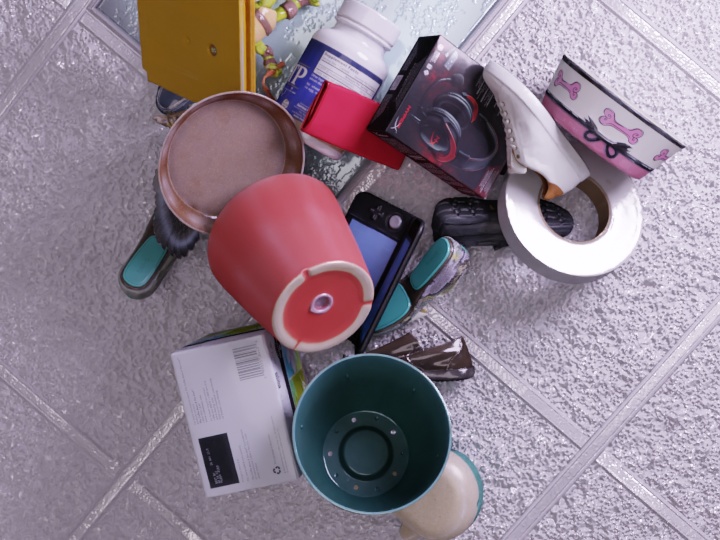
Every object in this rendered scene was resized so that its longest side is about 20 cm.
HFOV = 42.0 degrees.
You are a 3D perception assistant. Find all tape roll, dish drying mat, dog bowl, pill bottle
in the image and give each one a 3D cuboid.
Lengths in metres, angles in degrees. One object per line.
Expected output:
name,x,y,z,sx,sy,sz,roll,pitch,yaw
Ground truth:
tape roll,0.287,-0.081,1.280,0.202,0.037,0.203,4,70,-11
dish drying mat,0.004,-0.196,1.278,0.018,0.200,0.077,34,103,39
dog bowl,0.326,-0.198,1.239,0.200,0.200,0.074,38,109,2
pill bottle,-0.032,-0.267,1.302,0.120,0.120,0.200,31,96,3

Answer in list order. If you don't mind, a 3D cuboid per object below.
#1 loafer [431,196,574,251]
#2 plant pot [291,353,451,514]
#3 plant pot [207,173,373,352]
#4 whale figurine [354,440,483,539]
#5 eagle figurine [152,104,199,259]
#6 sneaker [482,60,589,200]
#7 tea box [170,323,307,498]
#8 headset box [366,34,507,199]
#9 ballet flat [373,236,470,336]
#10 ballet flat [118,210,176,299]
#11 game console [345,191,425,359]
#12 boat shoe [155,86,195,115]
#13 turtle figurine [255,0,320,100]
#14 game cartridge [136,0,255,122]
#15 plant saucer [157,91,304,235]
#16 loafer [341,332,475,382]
loafer,0.199,-0.063,1.325,0.200,0.068,0.071,1,133,-3
plant pot,0.011,0.229,1.236,0.200,0.161,0.201,1,69,-3
plant pot,-0.082,-0.001,1.233,0.200,0.177,0.201,-15,129,-20
whale figurine,0.083,0.309,1.353,0.199,0.104,0.160,7,95,30
eagle figurine,-0.226,-0.131,1.323,0.151,0.151,0.201,-6,108,26
sneaker,0.210,-0.178,1.224,0.085,0.073,0.200,-38,96,8
tea box,-0.152,0.182,1.305,0.133,0.197,0.201,-13,94,7
headset box,0.133,-0.202,1.275,0.200,0.075,0.149,31,89,-24
ballet flat,0.083,0.035,1.332,0.072,0.072,0.200,46,117,1
ballet flat,-0.285,-0.044,1.366,0.067,0.064,0.200,31,68,3
game console,0.000,0.000,1.289,0.176,0.116,0.200,30,96,30
boat shoe,-0.232,-0.306,1.348,0.075,0.062,0.200,43,97,2
turtle figurine,-0.133,-0.347,1.317,0.161,0.200,0.064,-44,44,-10
game cartridge,-0.220,-0.310,1.247,0.200,0.032,0.177,28,131,30
plant saucer,-0.172,-0.143,1.235,0.200,0.034,0.201,-13,120,-22
loafer,0.063,0.124,1.349,0.199,0.073,0.072,-2,88,-2
